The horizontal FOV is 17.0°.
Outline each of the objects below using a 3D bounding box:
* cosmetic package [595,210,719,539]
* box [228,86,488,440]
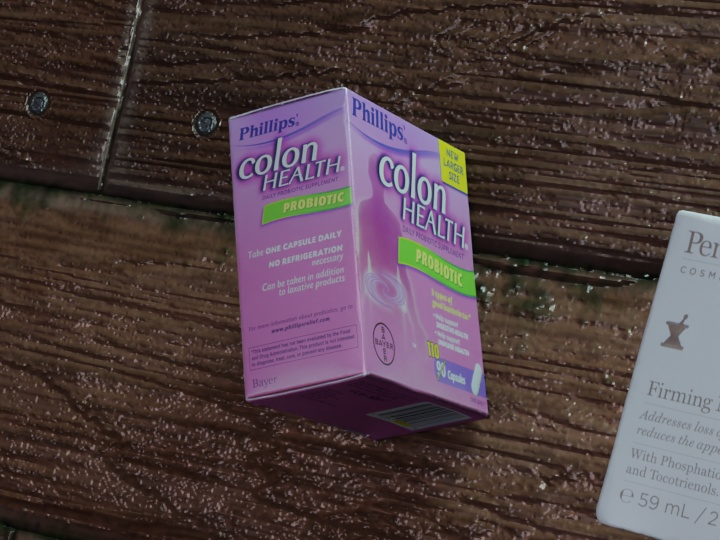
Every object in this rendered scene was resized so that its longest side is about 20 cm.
[{"bbox_3d":[0.272,0.088,1.475,0.167,0.166,0.200,12,84,35],"label":"cosmetic package"},{"bbox_3d":[0.000,0.000,1.651,0.097,0.176,0.200,-14,71,27],"label":"box"}]
